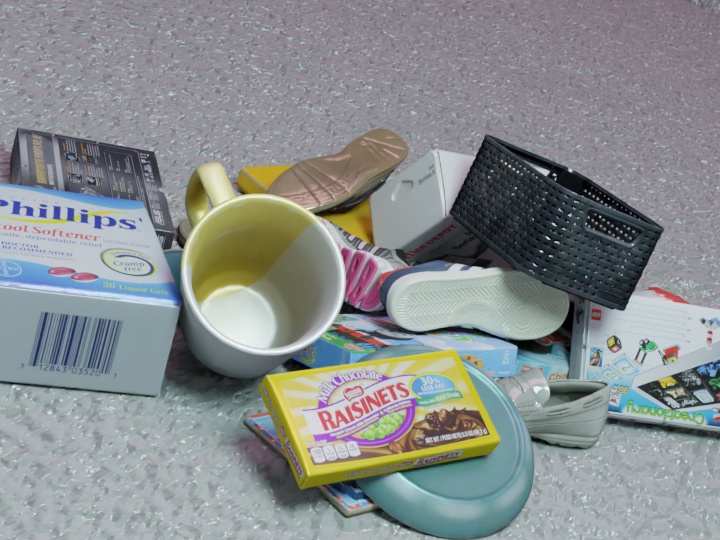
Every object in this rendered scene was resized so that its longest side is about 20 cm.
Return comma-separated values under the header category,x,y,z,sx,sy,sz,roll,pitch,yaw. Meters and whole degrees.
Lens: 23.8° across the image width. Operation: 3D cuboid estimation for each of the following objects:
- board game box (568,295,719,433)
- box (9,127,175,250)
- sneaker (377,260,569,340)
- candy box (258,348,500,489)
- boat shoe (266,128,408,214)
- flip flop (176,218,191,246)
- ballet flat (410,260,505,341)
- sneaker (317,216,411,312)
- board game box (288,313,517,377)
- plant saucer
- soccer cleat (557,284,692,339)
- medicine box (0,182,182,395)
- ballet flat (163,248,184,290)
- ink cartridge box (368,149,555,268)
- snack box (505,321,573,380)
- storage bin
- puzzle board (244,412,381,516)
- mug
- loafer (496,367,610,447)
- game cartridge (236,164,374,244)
category,x,y,z,sx,sy,sz,roll,pitch,yaw
board game box,0.312,0.096,1.768,0.198,0.127,0.035,10,-10,-19
box,-0.286,-0.077,1.802,0.157,0.049,0.200,9,26,-19
sneaker,0.109,0.022,1.699,0.198,0.076,0.084,6,12,-22
candy box,0.018,0.125,1.472,0.199,0.026,0.103,-7,54,-32
boat shoe,-0.027,-0.096,1.936,0.072,0.065,0.199,41,51,22
flip flop,-0.116,-0.035,1.784,0.081,0.058,0.199,-1,11,-39
ballet flat,0.089,0.044,1.810,0.066,0.057,0.200,42,4,-32
sneaker,0.000,0.000,1.802,0.087,0.074,0.200,14,9,-35
board game box,0.030,0.075,1.670,0.199,0.037,0.151,1,11,-35
plant saucer,0.071,0.144,1.521,0.198,0.027,0.201,14,49,-17
soccer cleat,0.266,0.052,1.811,0.198,0.069,0.085,13,33,-4
medicine box,-0.276,0.013,1.555,0.181,0.104,0.200,7,27,-23
ballet flat,-0.123,0.020,1.688,0.198,0.070,0.070,2,26,-2
ink cartridge box,0.130,-0.057,1.897,0.199,0.145,0.085,7,65,-31
snack box,0.233,0.093,1.819,0.198,0.037,0.116,9,26,-19
storage bin,0.194,-0.050,1.713,0.134,0.094,0.200,20,13,-28
puzzle board,0.013,0.157,1.559,0.199,0.018,0.150,-7,35,-44
mug,-0.099,0.011,1.572,0.148,0.153,0.188,11,67,-10
loafer,0.154,0.125,1.649,0.199,0.070,0.070,6,22,-31
game cartridge,-0.021,-0.064,1.986,0.175,0.033,0.200,-5,36,-41
